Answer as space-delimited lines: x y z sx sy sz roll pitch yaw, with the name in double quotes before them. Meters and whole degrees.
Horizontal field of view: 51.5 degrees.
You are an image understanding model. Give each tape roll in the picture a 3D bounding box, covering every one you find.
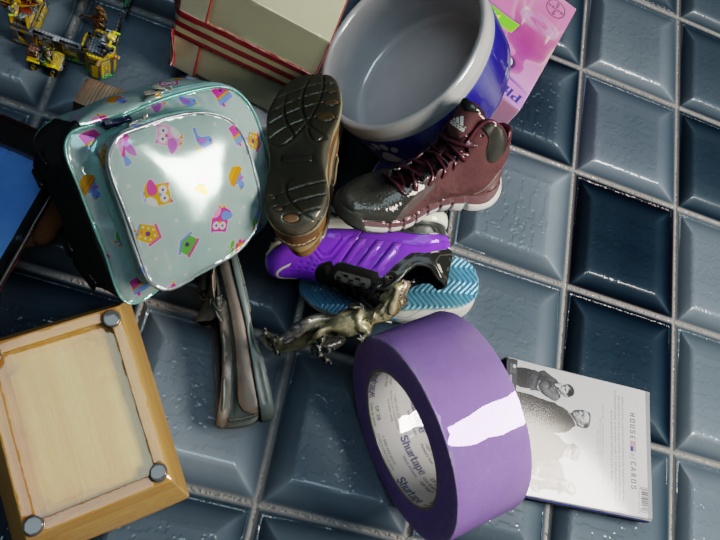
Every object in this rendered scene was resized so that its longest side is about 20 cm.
"tape roll" 0.072 0.148 0.723 0.083 0.200 0.204 -17 77 -23

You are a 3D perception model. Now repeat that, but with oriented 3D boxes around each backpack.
"backpack" -0.173 -0.085 0.695 0.199 0.151 0.180 -36 121 -39

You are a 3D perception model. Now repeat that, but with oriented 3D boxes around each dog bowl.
"dog bowl" 0.058 -0.218 0.799 0.079 0.196 0.205 37 54 -50

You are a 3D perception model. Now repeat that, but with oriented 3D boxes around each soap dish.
"soap dish" -0.259 0.138 0.682 0.154 0.081 0.204 -16 78 -23

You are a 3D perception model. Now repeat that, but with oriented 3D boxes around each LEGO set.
"LEGO set" -0.307 -0.324 0.810 0.151 0.116 0.204 23 66 -9

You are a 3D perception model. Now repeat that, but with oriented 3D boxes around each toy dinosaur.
"toy dinosaur" -0.041 0.061 0.716 0.088 0.196 0.049 -24 95 -61

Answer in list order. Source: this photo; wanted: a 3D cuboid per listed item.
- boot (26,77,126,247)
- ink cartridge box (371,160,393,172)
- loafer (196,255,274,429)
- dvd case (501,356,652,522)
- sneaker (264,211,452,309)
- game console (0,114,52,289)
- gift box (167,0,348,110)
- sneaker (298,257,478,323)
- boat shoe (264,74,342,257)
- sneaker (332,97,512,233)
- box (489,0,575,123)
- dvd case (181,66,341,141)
"boot" -0.249 -0.091 0.781 0.152 0.077 0.204 24 59 -14
"ink cartridge box" 0.070 -0.120 0.904 0.093 0.044 0.202 34 65 -2
"loafer" -0.139 0.059 0.759 0.061 0.072 0.205 -13 76 -15
"dvd case" 0.247 0.196 0.862 0.195 0.025 0.154 15 67 -14
"sneaker" 0.000 0.000 0.757 0.195 0.070 0.102 -9 69 1
"game console" -0.390 -0.073 0.666 0.172 0.117 0.204 37 73 -40
"gift box" -0.113 -0.294 0.809 0.183 0.185 0.203 25 58 -10
"sneaker" 0.029 0.028 0.824 0.194 0.081 0.078 4 69 4
"boat shoe" -0.057 -0.105 0.736 0.074 0.075 0.204 3 57 6
"sneaker" 0.066 -0.110 0.715 0.196 0.117 0.076 -16 51 -31
"box" 0.154 -0.301 0.969 0.174 0.097 0.202 35 65 -4
"dvd case" -0.114 -0.232 0.898 0.195 0.018 0.146 9 69 -15
